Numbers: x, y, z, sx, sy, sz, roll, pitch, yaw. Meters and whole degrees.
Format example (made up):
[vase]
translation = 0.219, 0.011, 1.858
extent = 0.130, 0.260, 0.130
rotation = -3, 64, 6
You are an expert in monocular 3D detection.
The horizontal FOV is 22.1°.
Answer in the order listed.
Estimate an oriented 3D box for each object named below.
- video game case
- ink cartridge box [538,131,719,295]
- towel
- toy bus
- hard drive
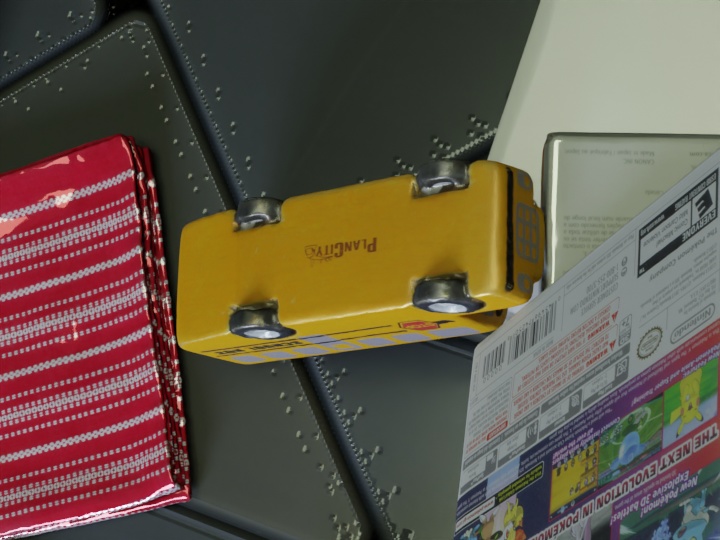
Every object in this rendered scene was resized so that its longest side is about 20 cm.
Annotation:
[video game case]
translation = 0.093, 0.069, 0.708
extent = 0.200, 0.023, 0.183
rotation = -43, 31, 50
[ink cartridge box]
translation = 0.161, 0.039, 0.832
extent = 0.162, 0.050, 0.201
rotation = 2, 94, 2
[towel]
translation = -0.166, 0.037, 0.982
extent = 0.144, 0.022, 0.200
rotation = -14, 74, 18
[toy bus]
translation = 0.000, 0.000, 0.867
extent = 0.200, 0.078, 0.065
rotation = -9, 71, 36
[hard drive]
translation = 0.130, -0.057, 0.889
extent = 0.132, 0.026, 0.200
rotation = 17, 84, 23
